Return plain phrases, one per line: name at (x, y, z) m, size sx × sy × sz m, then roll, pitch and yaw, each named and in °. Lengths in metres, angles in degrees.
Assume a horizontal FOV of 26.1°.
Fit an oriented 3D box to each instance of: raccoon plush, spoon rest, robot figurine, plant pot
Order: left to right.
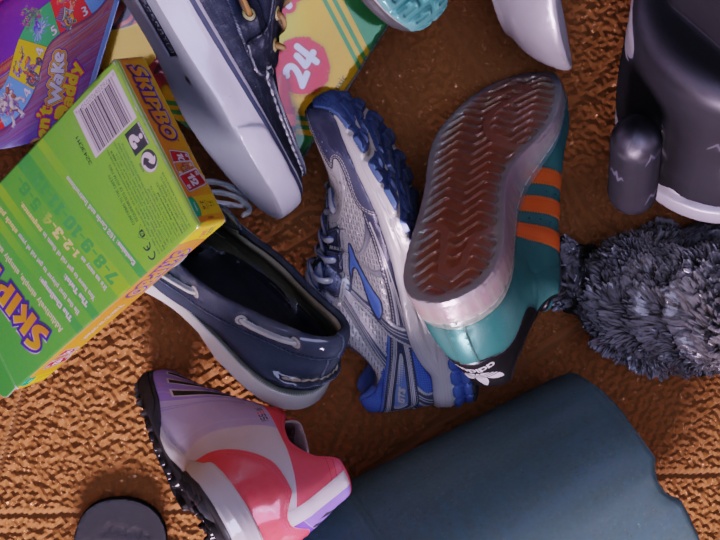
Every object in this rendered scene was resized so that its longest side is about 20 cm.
plant pot at (0.072, 0.168, 0.848) m, size 0.195 × 0.200 × 0.202 m, roll -30°, pitch 99°, yaw -9°
spoon rest at (0.084, -0.189, 0.811) m, size 0.060 × 0.100 × 0.201 m, roll -15°, pitch 138°, yaw 16°
raccoon plush at (0.160, 0.029, 0.851) m, size 0.197 × 0.134 × 0.098 m, roll -6°, pitch 100°, yaw -8°
robot figurine at (0.198, -0.105, 0.812) m, size 0.148 × 0.201 × 0.126 m, roll -3°, pitch 65°, yaw 2°

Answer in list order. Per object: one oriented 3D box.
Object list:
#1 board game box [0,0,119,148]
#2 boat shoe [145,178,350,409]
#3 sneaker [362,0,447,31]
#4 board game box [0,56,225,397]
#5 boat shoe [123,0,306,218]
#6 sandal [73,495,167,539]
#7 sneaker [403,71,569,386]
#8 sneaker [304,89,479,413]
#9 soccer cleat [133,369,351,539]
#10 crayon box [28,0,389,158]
board game box at (-0.199, -0.166, 0.815) m, size 0.156 × 0.039 × 0.202 m, roll 20°, pitch 96°, yaw 22°
boat shoe at (-0.088, -0.009, 0.836) m, size 0.200 × 0.075 × 0.062 m, roll 44°, pitch 135°, yaw 16°
sneaker at (-0.022, -0.212, 0.809) m, size 0.077 × 0.091 × 0.201 m, roll -38°, pitch 104°, yaw -23°
board game box at (-0.154, -0.016, 0.819) m, size 0.199 × 0.030 × 0.096 m, roll -36°, pitch 77°, yaw 36°
boat shoe at (-0.060, -0.130, 0.798) m, size 0.091 × 0.071 × 0.202 m, roll -37°, pitch 114°, yaw -18°
sandal at (-0.147, 0.234, 0.901) m, size 0.074 × 0.045 × 0.203 m, roll 3°, pitch 97°, yaw -5°
sneaker at (0.075, -0.025, 0.842) m, size 0.071 × 0.201 × 0.080 m, roll -3°, pitch 132°, yaw 27°
sneaker at (0.000, 0.000, 0.857) m, size 0.084 × 0.077 × 0.202 m, roll -17°, pitch 114°, yaw 10°
soccer cleat at (-0.067, 0.095, 0.820) m, size 0.073 × 0.200 × 0.069 m, roll -25°, pitch 111°, yaw -13°
crayon box at (-0.091, -0.152, 0.856) m, size 0.199 × 0.051 × 0.128 m, roll 33°, pitch 94°, yaw -7°
